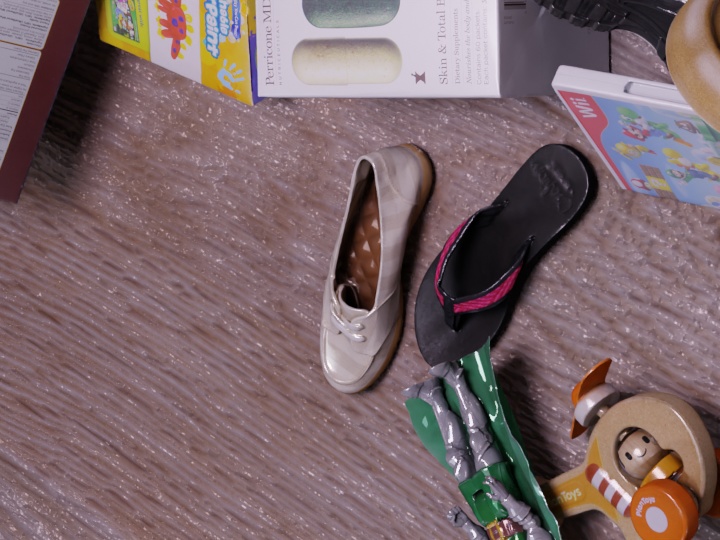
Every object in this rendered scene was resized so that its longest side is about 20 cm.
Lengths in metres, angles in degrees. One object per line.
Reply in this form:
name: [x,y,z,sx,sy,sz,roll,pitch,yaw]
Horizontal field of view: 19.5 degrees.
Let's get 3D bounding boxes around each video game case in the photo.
video game case: [0.234,-0.074,1.341,0.200,0.143,0.017,15,71,34]

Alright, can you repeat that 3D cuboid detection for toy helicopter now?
toy helicopter: [0.164,0.137,1.456,0.200,0.079,0.132,-30,84,48]

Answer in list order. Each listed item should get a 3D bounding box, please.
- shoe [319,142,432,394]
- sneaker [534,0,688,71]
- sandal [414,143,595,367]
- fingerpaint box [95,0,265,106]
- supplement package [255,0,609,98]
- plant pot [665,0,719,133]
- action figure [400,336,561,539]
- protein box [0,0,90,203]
shoe: [0.000,0.000,1.567,0.070,0.053,0.200,24,110,32]
sneaker: [0.207,-0.175,1.360,0.200,0.079,0.074,31,135,-2]
sandal: [0.092,-0.010,1.503,0.075,0.045,0.200,47,120,22]
fingerpaint box: [-0.123,-0.248,1.573,0.167,0.073,0.200,25,134,32]
supplement package: [0.049,-0.196,1.444,0.200,0.151,0.152,3,98,36]
plant pot: [0.285,-0.133,1.256,0.200,0.200,0.028,35,143,28]
action figure: [0.096,0.161,1.484,0.200,0.055,0.118,63,145,14]
protein box: [-0.322,-0.196,1.679,0.200,0.135,0.199,-65,28,23]
